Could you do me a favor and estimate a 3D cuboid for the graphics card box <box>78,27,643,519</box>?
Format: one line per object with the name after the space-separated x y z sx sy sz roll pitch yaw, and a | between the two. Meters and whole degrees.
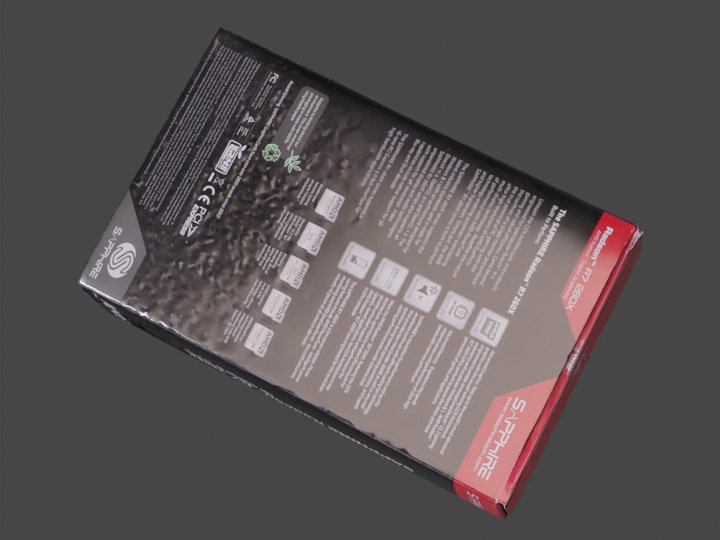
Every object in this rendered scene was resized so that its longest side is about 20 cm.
0.000 0.000 0.811 0.199 0.051 0.126 26 81 13 | graphics card box
